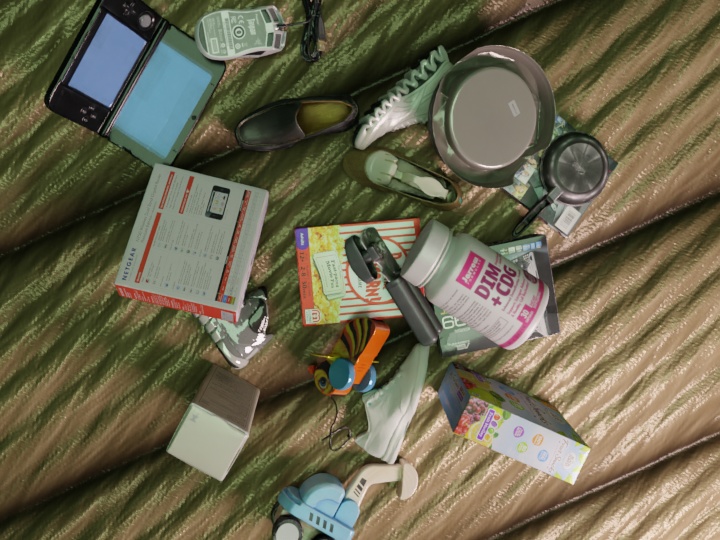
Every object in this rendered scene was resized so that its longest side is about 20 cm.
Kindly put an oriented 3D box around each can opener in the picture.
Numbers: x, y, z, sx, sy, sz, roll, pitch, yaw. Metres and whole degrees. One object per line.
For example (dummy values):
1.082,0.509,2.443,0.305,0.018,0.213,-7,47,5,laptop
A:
0.048,0.027,1.029,0.066,0.053,0.202,-27,99,33,can opener

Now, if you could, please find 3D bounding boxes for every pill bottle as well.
0.164,0.018,0.988,0.198,0.113,0.115,31,94,-6,pill bottle

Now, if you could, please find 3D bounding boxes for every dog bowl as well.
0.189,-0.226,1.005,0.195,0.059,0.205,-3,101,-15,dog bowl

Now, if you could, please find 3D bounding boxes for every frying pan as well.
0.304,-0.143,1.054,0.187,0.031,0.117,-25,96,-3,frying pan

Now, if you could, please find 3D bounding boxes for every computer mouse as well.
-0.151,-0.363,1.020,0.195,0.044,0.112,-9,101,-8,computer mouse

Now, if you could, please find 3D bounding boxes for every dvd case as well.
0.291,-0.169,1.073,0.198,0.022,0.147,35,94,-5,dvd case

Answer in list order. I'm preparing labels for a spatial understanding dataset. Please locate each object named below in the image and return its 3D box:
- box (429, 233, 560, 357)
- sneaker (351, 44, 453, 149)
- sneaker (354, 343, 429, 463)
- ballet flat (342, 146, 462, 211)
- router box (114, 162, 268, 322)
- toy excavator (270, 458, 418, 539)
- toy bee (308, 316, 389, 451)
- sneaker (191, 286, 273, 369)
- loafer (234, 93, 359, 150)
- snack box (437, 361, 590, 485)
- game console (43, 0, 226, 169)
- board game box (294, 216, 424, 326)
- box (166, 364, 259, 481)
0.207,0.039,1.076,0.195,0.050,0.161,-10,96,-1,box
0.071,-0.248,1.028,0.200,0.075,0.081,-43,106,0,sneaker
0.048,0.203,1.080,0.087,0.075,0.204,21,96,7,sneaker
0.068,-0.142,1.038,0.197,0.072,0.069,23,93,-5,ballet flat
-0.243,-0.043,1.000,0.176,0.049,0.204,13,67,-4,router box
-0.027,0.367,1.084,0.192,0.100,0.203,30,85,-7,toy excavator
-0.037,0.153,1.046,0.201,0.108,0.131,-54,138,-8,toy bee
-0.207,0.042,1.052,0.115,0.075,0.202,-36,102,-8,sneaker
-0.097,-0.229,1.020,0.196,0.072,0.074,-16,98,0,loafer
0.228,0.228,1.038,0.197,0.169,0.069,25,98,-6,snack box
-0.323,-0.275,0.986,0.115,0.175,0.202,33,93,22,game console
0.000,0.000,1.063,0.195,0.046,0.155,-6,97,-3,board game box
-0.211,0.217,0.998,0.094,0.200,0.079,30,94,-6,box
